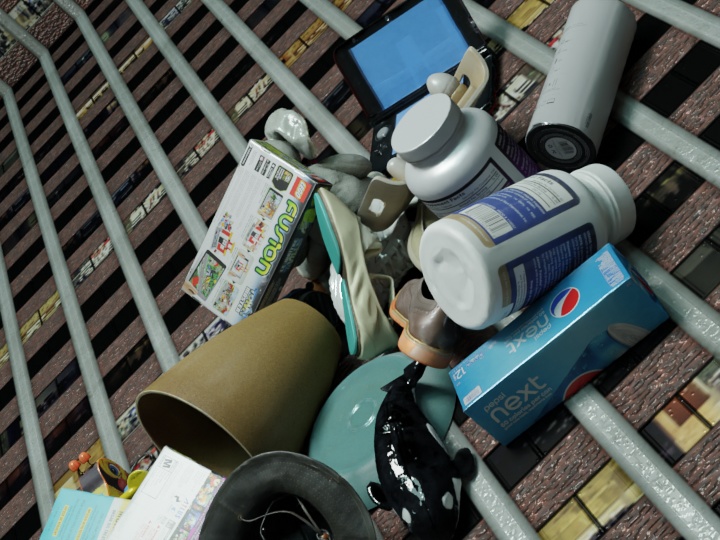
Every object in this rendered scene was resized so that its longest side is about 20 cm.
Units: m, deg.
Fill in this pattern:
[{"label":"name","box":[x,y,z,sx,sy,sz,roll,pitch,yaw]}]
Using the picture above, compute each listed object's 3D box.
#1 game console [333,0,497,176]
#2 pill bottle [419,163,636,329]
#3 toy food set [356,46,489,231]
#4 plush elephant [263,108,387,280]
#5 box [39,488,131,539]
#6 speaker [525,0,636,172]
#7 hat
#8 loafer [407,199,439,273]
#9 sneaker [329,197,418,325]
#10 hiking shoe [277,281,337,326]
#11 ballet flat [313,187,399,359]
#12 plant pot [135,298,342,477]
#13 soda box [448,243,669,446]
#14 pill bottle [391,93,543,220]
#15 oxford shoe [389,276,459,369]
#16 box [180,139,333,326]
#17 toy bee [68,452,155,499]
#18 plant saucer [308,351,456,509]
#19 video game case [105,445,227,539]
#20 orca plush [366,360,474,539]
[{"label":"game console","box":[0.063,-0.242,1.817,0.200,0.119,0.173,-30,34,30]},{"label":"pill bottle","box":[0.165,-0.030,1.369,0.200,0.111,0.111,-25,19,-27]},{"label":"toy food set","box":[0.063,-0.143,1.582,0.200,0.060,0.144,-53,-4,-21]},{"label":"plush elephant","box":[-0.074,-0.099,1.721,0.165,0.155,0.200,-52,-7,0]},{"label":"box","box":[-0.257,0.301,1.578,0.200,0.049,0.082,4,60,27]},{"label":"speaker","box":[0.245,-0.209,1.571,0.081,0.081,0.200,-15,42,44]},{"label":"hat","box":[-0.061,0.268,1.388,0.201,0.201,0.081,-36,-9,20]},{"label":"loafer","box":[0.096,-0.058,1.573,0.200,0.076,0.068,-91,19,-55]},{"label":"sneaker","box":[0.033,-0.019,1.635,0.099,0.078,0.200,-13,45,41]},{"label":"hiking shoe","box":[-0.112,0.099,1.702,0.200,0.074,0.087,-41,21,-7]},{"label":"ballet flat","box":[0.000,0.000,1.569,0.069,0.069,0.200,-23,75,37]},{"label":"plant pot","box":[-0.114,0.130,1.568,0.186,0.186,0.200,-5,39,51]},{"label":"soda box","box":[0.183,0.071,1.330,0.200,0.068,0.064,-40,31,14]},{"label":"pill bottle","box":[0.124,-0.089,1.466,0.112,0.200,0.113,-33,32,24]},{"label":"oxford shoe","box":[0.077,0.037,1.472,0.200,0.071,0.073,-103,34,-73]},{"label":"box","box":[-0.122,-0.037,1.643,0.110,0.035,0.200,34,106,27]},{"label":"toy bee","box":[-0.305,0.274,1.700,0.131,0.109,0.200,-51,29,-2]},{"label":"plant saucer","box":[0.011,0.159,1.488,0.200,0.036,0.200,-33,32,24]},{"label":"video game case","box":[-0.185,0.306,1.487,0.181,0.036,0.200,21,71,28]},{"label":"orca plush","box":[0.053,0.160,1.358,0.105,0.071,0.200,-6,48,13]}]
